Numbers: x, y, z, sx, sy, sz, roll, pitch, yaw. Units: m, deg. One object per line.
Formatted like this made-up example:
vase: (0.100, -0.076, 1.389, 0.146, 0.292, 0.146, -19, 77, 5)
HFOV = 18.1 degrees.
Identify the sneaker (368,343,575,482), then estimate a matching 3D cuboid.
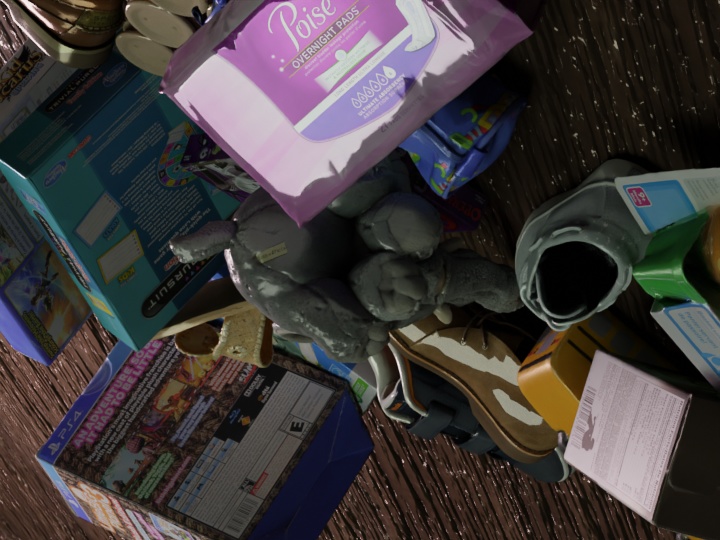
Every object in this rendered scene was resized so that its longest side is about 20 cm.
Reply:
sneaker: (0.066, 0.094, 1.629, 0.200, 0.079, 0.078, 44, 156, 1)

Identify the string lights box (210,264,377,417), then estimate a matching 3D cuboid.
string lights box: (-0.060, 0.028, 1.743, 0.199, 0.059, 0.103, 36, 157, 3)

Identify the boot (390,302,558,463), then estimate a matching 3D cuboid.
boot: (0.078, 0.041, 1.557, 0.200, 0.074, 0.075, 44, 145, -1)

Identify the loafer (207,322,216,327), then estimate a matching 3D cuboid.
loafer: (-0.134, 0.026, 1.852, 0.199, 0.073, 0.071, 19, 144, 24)

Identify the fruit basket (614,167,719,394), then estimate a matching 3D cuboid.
fruit basket: (0.247, 0.013, 1.206, 0.185, 0.094, 0.200, 47, 159, -24)

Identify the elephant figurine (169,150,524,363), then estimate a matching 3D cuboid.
elephant figurine: (0.000, 0.000, 1.429, 0.155, 0.141, 0.200, 47, -176, 11)

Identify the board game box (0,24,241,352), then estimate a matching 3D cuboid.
board game box: (-0.154, -0.061, 1.581, 0.047, 0.151, 0.200, 32, 159, 37)

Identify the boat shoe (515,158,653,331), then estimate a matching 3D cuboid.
boat shoe: (0.128, -0.004, 1.383, 0.070, 0.072, 0.201, 37, 158, 0)

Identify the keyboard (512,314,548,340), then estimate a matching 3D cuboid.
keyboard: (0.137, 0.092, 1.629, 0.127, 0.021, 0.200, 40, 159, -7)

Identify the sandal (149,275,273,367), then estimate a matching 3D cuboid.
sandal: (-0.076, 0.038, 1.649, 0.211, 0.078, 0.070, -24, 106, 25)

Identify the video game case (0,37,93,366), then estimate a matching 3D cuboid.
video game case: (-0.228, -0.059, 1.660, 0.045, 0.182, 0.200, 21, 153, 34)

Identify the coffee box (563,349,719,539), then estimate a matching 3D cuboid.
coffee box: (0.208, 0.110, 1.355, 0.112, 0.080, 0.200, 16, -177, -11)

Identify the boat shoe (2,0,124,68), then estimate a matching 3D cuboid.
boat shoe: (-0.232, -0.223, 1.515, 0.200, 0.072, 0.068, 37, 132, 14)

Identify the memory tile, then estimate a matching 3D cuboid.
memory tile: (-0.059, -0.130, 1.440, 0.199, 0.017, 0.153, 25, 158, -3)

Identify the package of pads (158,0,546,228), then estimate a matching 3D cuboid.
package of pads: (-0.006, -0.127, 1.227, 0.120, 0.076, 0.200, 42, 123, -13)

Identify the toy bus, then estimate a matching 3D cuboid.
toy bus: (0.198, 0.112, 1.500, 0.200, 0.078, 0.065, 40, 157, -6)

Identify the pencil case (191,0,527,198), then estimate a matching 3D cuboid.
pencil case: (0.000, -0.124, 1.324, 0.199, 0.087, 0.078, 36, 122, 1)

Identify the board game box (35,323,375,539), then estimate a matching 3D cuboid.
board game box: (-0.118, 0.140, 1.749, 0.199, 0.160, 0.097, 21, 154, 29)

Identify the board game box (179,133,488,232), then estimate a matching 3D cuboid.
board game box: (-0.021, -0.060, 1.508, 0.120, 0.033, 0.199, 27, 163, -32)
